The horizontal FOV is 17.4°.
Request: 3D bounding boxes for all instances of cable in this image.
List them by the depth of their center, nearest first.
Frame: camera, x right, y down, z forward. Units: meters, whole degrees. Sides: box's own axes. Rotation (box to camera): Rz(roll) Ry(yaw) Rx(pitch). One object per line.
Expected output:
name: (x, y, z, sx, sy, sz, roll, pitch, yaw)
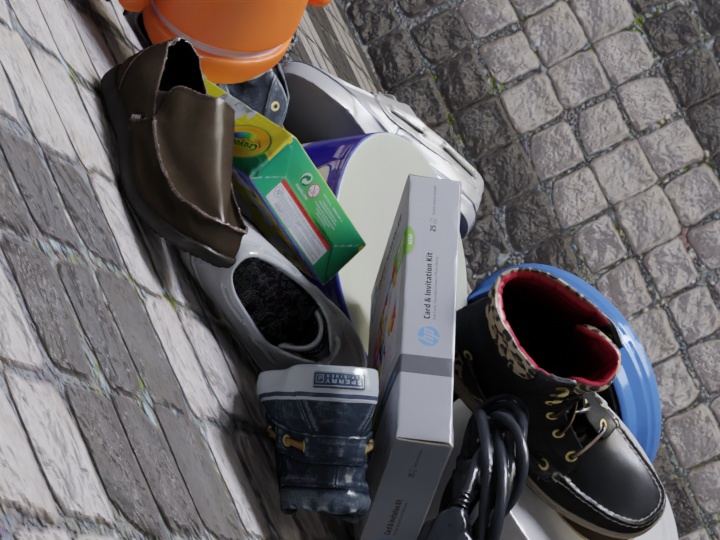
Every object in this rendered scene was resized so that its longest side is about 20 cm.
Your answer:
cable: (0.062, 0.174, 1.498, 0.050, 0.201, 0.163, 22, -15, 5)

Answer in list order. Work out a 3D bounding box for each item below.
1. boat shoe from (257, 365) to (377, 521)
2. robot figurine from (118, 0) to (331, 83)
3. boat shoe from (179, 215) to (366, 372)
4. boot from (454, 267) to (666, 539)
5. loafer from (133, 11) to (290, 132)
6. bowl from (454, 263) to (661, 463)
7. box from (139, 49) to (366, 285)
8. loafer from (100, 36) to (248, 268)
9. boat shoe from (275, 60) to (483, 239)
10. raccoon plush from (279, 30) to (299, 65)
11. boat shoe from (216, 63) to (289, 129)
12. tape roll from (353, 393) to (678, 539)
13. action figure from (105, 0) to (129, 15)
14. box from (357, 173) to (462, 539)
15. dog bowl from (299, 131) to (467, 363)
boat shoe: (-0.031, 0.111, 1.497, 0.200, 0.070, 0.092, 138, -43, -82)
robot figurine: (-0.086, -0.215, 1.663, 0.116, 0.201, 0.144, 32, 41, 8)
boat shoe: (-0.046, 0.034, 1.591, 0.069, 0.072, 0.200, 44, -10, 47)
boot: (0.137, 0.086, 1.547, 0.200, 0.073, 0.151, 48, -20, 6)
loafer: (-0.115, -0.130, 1.840, 0.201, 0.072, 0.063, 57, 27, -3)
bowl: (0.140, 0.096, 1.817, 0.039, 0.200, 0.202, -23, 86, -41)
box: (-0.089, -0.077, 1.633, 0.200, 0.048, 0.118, 37, -14, 49)
loafer: (-0.115, -0.084, 1.518, 0.073, 0.071, 0.201, 24, 28, -42)
boat shoe: (0.017, -0.105, 1.844, 0.199, 0.072, 0.066, 35, 51, -12)
raccoon plush: (-0.078, -0.145, 2.045, 0.200, 0.096, 0.135, -68, 139, -81)
boat shoe: (-0.083, -0.093, 1.778, 0.201, 0.090, 0.071, 63, 7, -8)
tape roll: (0.113, 0.185, 1.694, 0.202, 0.139, 0.204, 31, 39, -28)
action figure: (-0.182, -0.271, 1.653, 0.200, 0.101, 0.119, 57, 24, -43)
box: (0.032, 0.063, 1.556, 0.156, 0.041, 0.201, 107, -10, -57)
dog bowl: (0.000, 0.000, 1.758, 0.200, 0.078, 0.202, 23, 63, -55)
